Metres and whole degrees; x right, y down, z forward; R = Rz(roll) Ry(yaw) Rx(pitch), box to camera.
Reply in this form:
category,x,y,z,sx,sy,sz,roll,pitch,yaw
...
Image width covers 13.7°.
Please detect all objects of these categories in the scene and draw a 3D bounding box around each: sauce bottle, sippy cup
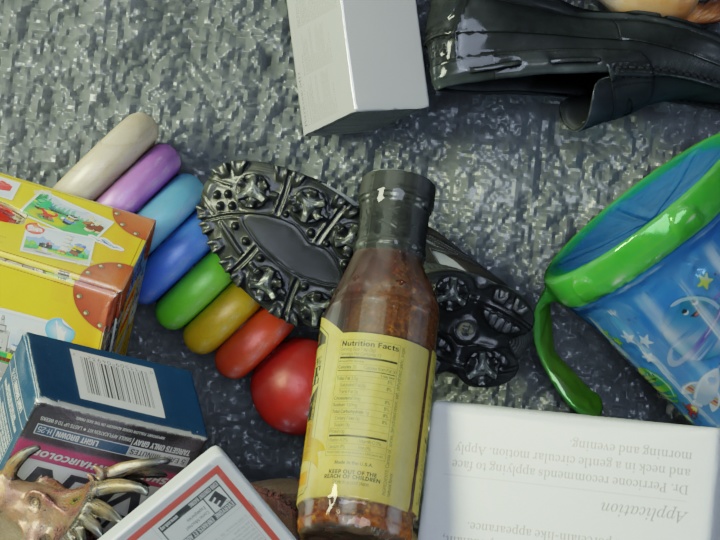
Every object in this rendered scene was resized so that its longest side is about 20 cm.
category,x,y,z,sx,sy,sz,roll,pitch,yaw
sauce bottle,0.009,0.047,1.555,0.066,0.066,0.201,8,68,0
sippy cup,0.191,0.015,1.639,0.140,0.178,0.131,-42,99,-32

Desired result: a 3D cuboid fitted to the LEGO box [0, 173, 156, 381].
category,x,y,z,sx,sy,sz,roll,pitch,yaw
LEGO box,-0.227,0.022,1.618,0.199,0.077,0.150,17,124,1

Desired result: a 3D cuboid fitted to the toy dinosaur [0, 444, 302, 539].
category,x,y,z,sx,sy,sz,roll,pitch,yaw
toy dinosaur,-0.088,0.141,1.529,0.199,0.086,0.136,-14,106,-23

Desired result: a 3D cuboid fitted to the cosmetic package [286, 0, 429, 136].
category,x,y,z,sx,sy,sz,roll,pitch,yaw
cosmetic package,-0.009,-0.181,1.668,0.050,0.082,0.201,-5,85,-24

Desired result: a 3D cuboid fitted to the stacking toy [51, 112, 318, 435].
category,x,y,z,sx,sy,sz,roll,pitch,yaw
stacking toy,-0.084,0.010,1.663,0.085,0.085,0.200,-44,94,-4

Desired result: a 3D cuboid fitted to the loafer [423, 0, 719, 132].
category,x,y,z,sx,sy,sz,roll,pitch,yaw
loafer,0.129,-0.109,1.659,0.199,0.068,0.071,10,75,-17

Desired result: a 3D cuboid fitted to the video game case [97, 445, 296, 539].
category,x,y,z,sx,sy,sz,roll,pitch,yaw
video game case,-0.065,0.205,1.481,0.143,0.017,0.200,-39,106,-1

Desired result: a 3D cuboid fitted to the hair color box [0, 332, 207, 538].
category,x,y,z,sx,sy,sz,roll,pitch,yaw
hair color box,-0.167,0.135,1.589,0.100,0.061,0.201,14,122,-24

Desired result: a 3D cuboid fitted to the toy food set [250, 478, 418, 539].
category,x,y,z,sx,sy,sz,roll,pitch,yaw
toy food set,-0.034,0.207,1.645,0.199,0.049,0.199,4,96,6

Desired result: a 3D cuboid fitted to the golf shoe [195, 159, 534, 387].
category,x,y,z,sx,sy,sz,roll,pitch,yaw
golf shoe,0.000,0.000,1.650,0.199,0.095,0.078,30,100,-5

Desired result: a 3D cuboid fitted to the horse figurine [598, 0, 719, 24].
category,x,y,z,sx,sy,sz,roll,pitch,yaw
horse figurine,0.147,-0.190,1.691,0.199,0.050,0.133,23,78,4

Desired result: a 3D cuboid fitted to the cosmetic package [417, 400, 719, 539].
category,x,y,z,sx,sy,sz,roll,pitch,yaw
cosmetic package,0.130,0.180,1.576,0.164,0.165,0.201,5,85,26
